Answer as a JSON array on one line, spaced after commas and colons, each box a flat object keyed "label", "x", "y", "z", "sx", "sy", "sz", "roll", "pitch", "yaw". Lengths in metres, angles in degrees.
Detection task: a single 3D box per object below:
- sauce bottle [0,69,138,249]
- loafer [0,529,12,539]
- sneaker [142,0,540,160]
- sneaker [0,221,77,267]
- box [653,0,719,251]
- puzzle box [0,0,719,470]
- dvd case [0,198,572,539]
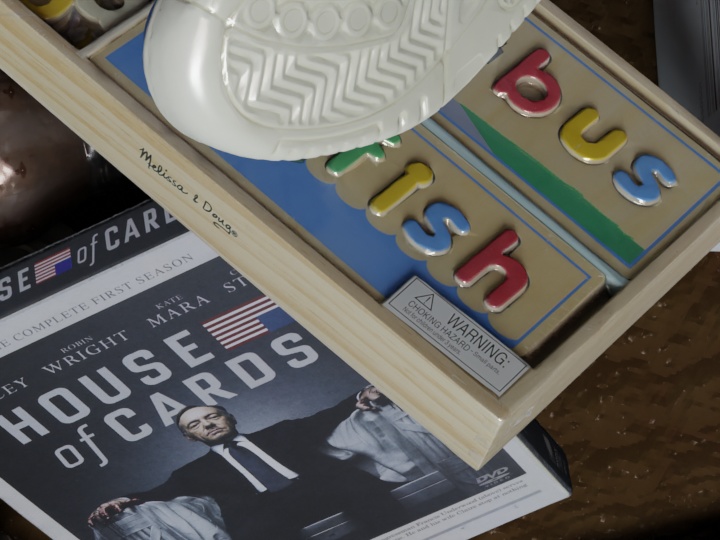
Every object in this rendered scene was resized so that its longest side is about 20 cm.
[{"label": "sauce bottle", "x": -0.139, "y": -0.031, "z": 0.783, "sx": 0.200, "sy": 0.065, "sz": 0.065, "roll": -8, "pitch": 121, "yaw": -6}, {"label": "loafer", "x": -0.154, "y": 0.116, "z": 0.859, "sx": 0.073, "sy": 0.071, "sz": 0.200, "roll": -15, "pitch": 145, "yaw": 40}, {"label": "sneaker", "x": -0.006, "y": -0.101, "z": 0.671, "sx": 0.200, "sy": 0.111, "sz": 0.077, "roll": -42, "pitch": 130, "yaw": -30}, {"label": "sneaker", "x": -0.180, "y": 0.038, "z": 0.814, "sx": 0.200, "sy": 0.076, "sz": 0.081, "roll": -5, "pitch": 130, "yaw": -7}, {"label": "box", "x": 0.205, "y": -0.073, "z": 0.760, "sx": 0.200, "sy": 0.152, "sz": 0.107, "roll": 0, "pitch": 76, "yaw": -12}, {"label": "puzzle box", "x": 0.001, "y": -0.049, "z": 0.707, "sx": 0.200, "sy": 0.133, "sz": 0.025, "roll": 39, "pitch": 141, "yaw": 13}, {"label": "dvd case", "x": -0.039, "y": 0.048, "z": 0.803, "sx": 0.150, "sy": 0.025, "sz": 0.200, "roll": -24, "pitch": 140, "yaw": 16}]
